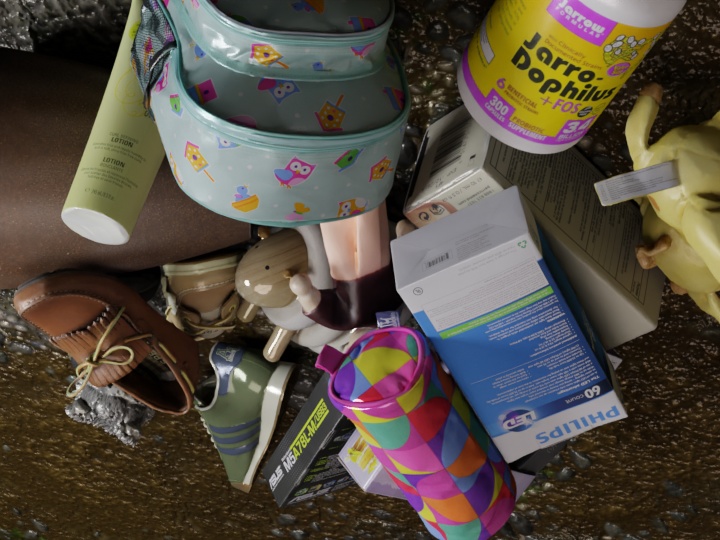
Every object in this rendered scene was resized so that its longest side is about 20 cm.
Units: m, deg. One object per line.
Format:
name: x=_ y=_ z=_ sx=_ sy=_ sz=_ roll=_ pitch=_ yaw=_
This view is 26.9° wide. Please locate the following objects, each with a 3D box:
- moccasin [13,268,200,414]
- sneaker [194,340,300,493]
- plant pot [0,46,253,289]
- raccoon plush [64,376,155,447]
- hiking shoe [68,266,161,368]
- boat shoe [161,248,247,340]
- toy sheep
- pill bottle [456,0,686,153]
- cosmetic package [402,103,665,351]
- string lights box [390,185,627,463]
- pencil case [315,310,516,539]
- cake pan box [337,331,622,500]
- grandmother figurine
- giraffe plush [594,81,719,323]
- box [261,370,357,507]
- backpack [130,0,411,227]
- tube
moccasin: x=-0.194 y=0.060 z=1.172 sx=0.073 sy=0.078 sz=0.201 roll=-20 pitch=147 yaw=14
sneaker: x=-0.122 y=0.136 z=1.465 sx=0.090 sy=0.067 sz=0.201 roll=24 pitch=140 yaw=3
plant pot: x=-0.182 y=-0.074 z=1.174 sx=0.199 sy=0.188 sz=0.187 roll=3 pitch=139 yaw=-2
raccoon plush: x=-0.225 y=0.136 z=1.439 sx=0.096 sy=0.134 sz=0.201 roll=11 pitch=139 yaw=6
hiking shoe: x=-0.216 y=0.039 z=1.295 sx=0.075 sy=0.101 sz=0.200 roll=6 pitch=179 yaw=-12
boat shoe: x=-0.129 y=0.024 z=1.269 sx=0.074 sy=0.067 sz=0.200 roll=-10 pitch=175 yaw=-9
toy sheep: x=-0.017 y=0.009 z=1.227 sx=0.199 sy=0.139 sz=0.138 roll=3 pitch=155 yaw=-42
pill bottle: x=0.147 y=-0.174 z=0.985 sx=0.104 sy=0.105 sz=0.200 roll=24 pitch=139 yaw=-8
cosmetic package: x=0.137 y=-0.034 z=1.148 sx=0.200 sy=0.104 sz=0.087 roll=40 pitch=134 yaw=-23
string lights box: x=0.111 y=0.045 z=1.101 sx=0.102 sy=0.059 sz=0.200 roll=-23 pitch=127 yaw=13
pencil case: x=0.047 y=0.122 z=1.122 sx=0.088 sy=0.089 sz=0.200 roll=-9 pitch=134 yaw=27
cake pan box: x=0.103 y=0.113 z=1.246 sx=0.200 sy=0.052 sz=0.184 roll=21 pitch=111 yaw=-46
grandmother figurine: x=0.000 y=0.000 z=1.122 sx=0.061 sy=0.121 sz=0.201 roll=29 pitch=133 yaw=56
giraffe plush: x=0.262 y=-0.037 z=1.080 sx=0.199 sy=0.173 sz=0.162 roll=0 pitch=159 yaw=4
box: x=0.032 y=0.125 z=1.319 sx=0.199 sy=0.048 sz=0.193 roll=-14 pitch=150 yaw=-30
backpack: x=-0.054 y=-0.132 z=0.999 sx=0.175 sy=0.201 sz=0.154 roll=-1 pitch=143 yaw=-20
tube: x=-0.159 y=-0.117 z=1.087 sx=0.052 sy=0.201 sz=0.058 roll=-8 pitch=145 yaw=43
